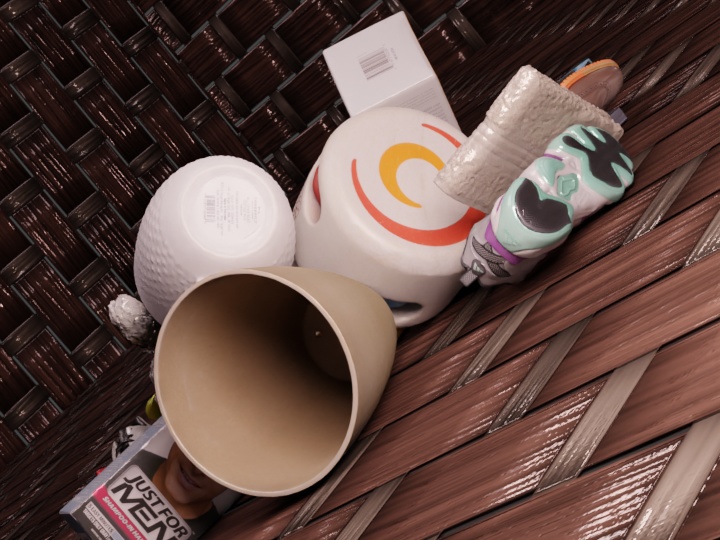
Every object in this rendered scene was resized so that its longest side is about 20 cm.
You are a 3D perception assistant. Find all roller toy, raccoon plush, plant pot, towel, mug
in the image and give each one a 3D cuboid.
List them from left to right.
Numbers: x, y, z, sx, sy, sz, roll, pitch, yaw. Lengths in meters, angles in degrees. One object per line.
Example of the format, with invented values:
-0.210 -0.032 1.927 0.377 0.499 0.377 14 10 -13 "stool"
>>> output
-0.193 0.133 1.606 0.097 0.199 0.135 -23 38 62 "raccoon plush"
-0.135 -0.003 1.501 0.175 0.146 0.202 124 160 -70 "mug"
-0.048 0.072 1.417 0.187 0.188 0.200 -36 -4 26 "plant pot"
0.028 -0.048 1.561 0.182 0.201 0.140 -27 -17 -33 "roller toy"
0.152 -0.105 1.464 0.133 0.034 0.199 -53 -31 11 "towel"

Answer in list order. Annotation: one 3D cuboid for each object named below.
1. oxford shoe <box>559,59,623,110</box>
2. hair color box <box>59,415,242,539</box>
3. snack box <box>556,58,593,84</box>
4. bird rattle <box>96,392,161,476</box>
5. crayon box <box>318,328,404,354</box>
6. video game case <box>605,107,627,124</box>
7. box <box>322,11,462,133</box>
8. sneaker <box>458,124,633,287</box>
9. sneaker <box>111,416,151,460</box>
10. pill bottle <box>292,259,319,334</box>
0.218 -0.137 1.681 0.200 0.073 0.072 -47 -33 -23 "oxford shoe"
-0.170 0.193 1.530 0.200 0.099 0.061 -43 9 -21 "hair color box"
0.199 -0.159 1.861 0.116 0.037 0.200 -36 9 36 "snack box"
-0.186 0.182 1.717 0.162 0.113 0.200 -14 24 35 "bird rattle"
-0.019 0.078 1.641 0.127 0.051 0.200 -37 8 30 "crayon box"
0.201 -0.115 1.807 0.143 0.019 0.200 -42 8 -11 "video game case"
0.052 -0.147 1.731 0.097 0.201 0.125 -26 44 3 "box"
0.148 -0.046 1.441 0.199 0.078 0.140 -31 -11 -46 "sneaker"
-0.255 0.224 1.864 0.074 0.080 0.200 -38 9 3 "sneaker"
-0.118 0.047 1.702 0.111 0.111 0.200 -44 6 -28 "pill bottle"
